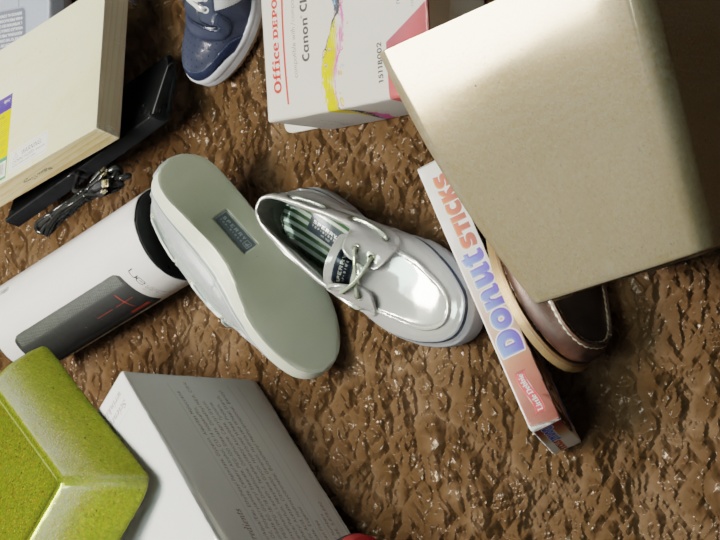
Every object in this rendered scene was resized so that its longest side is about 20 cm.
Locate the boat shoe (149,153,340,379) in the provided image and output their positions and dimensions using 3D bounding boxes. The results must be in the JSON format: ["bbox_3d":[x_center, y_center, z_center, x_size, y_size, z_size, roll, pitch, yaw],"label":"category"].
[{"bbox_3d":[-0.088,0.004,1.687,0.201,0.070,0.072,52,152,14],"label":"boat shoe"}]

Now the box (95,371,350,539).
[{"bbox_3d":[-0.130,0.213,1.668,0.199,0.130,0.200,-56,49,26],"label":"box"}]

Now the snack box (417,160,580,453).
[{"bbox_3d":[0.092,0.023,1.512,0.024,0.072,0.201,-25,68,7],"label":"snack box"}]

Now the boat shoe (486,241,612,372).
[{"bbox_3d":[0.119,-0.034,1.488,0.070,0.070,0.201,-40,63,37],"label":"boat shoe"}]

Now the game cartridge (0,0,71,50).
[{"bbox_3d":[-0.315,-0.174,1.932,0.199,0.040,0.134,-3,83,44],"label":"game cartridge"}]

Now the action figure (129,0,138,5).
[{"bbox_3d":[-0.181,-0.298,1.787,0.130,0.069,0.200,51,126,21],"label":"action figure"}]

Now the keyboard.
[{"bbox_3d":[-0.217,-0.085,1.802,0.200,0.021,0.128,-31,34,40],"label":"keyboard"}]

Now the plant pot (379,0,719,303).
[{"bbox_3d":[0.167,-0.089,1.375,0.199,0.199,0.178,-20,86,41],"label":"plant pot"}]

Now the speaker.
[{"bbox_3d":[-0.206,0.007,1.793,0.200,0.081,0.082,-29,69,39],"label":"speaker"}]

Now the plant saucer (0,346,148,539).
[{"bbox_3d":[-0.259,0.179,1.662,0.201,0.048,0.200,-59,42,11],"label":"plant saucer"}]

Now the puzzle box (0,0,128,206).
[{"bbox_3d":[-0.259,-0.132,1.812,0.200,0.025,0.134,-24,56,41],"label":"puzzle box"}]

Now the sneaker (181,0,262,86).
[{"bbox_3d":[-0.117,-0.236,1.694,0.070,0.108,0.201,38,114,38],"label":"sneaker"}]

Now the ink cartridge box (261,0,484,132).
[{"bbox_3d":[-0.006,-0.166,1.614,0.199,0.067,0.117,-8,83,43],"label":"ink cartridge box"}]

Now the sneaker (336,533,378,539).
[{"bbox_3d":[0.019,0.283,1.548,0.098,0.071,0.202,2,92,40],"label":"sneaker"}]

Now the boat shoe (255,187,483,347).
[{"bbox_3d":[0.000,0.000,1.604,0.200,0.067,0.074,28,108,40],"label":"boat shoe"}]
